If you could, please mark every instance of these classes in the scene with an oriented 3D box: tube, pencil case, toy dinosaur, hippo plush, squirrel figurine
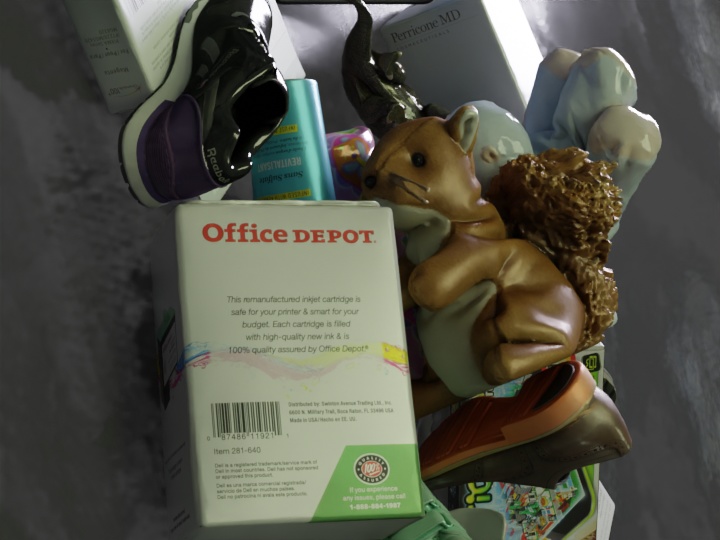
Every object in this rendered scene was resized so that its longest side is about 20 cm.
[{"bbox_3d":[-0.042,-0.027,1.241,0.050,0.077,0.202,-1,82,-64],"label":"tube"},{"bbox_3d":[0.000,0.000,1.317,0.087,0.087,0.202,-34,106,-58],"label":"pencil case"},{"bbox_3d":[0.022,-0.131,1.425,0.200,0.102,0.077,41,82,-26],"label":"toy dinosaur"},{"bbox_3d":[0.115,-0.076,1.380,0.160,0.159,0.201,-115,-153,-45],"label":"hippo plush"},{"bbox_3d":[0.085,-0.019,1.252,0.199,0.141,0.188,-19,84,-32],"label":"squirrel figurine"}]

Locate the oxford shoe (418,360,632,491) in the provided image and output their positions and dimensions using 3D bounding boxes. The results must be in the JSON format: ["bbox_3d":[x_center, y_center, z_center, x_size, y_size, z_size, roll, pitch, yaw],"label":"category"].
[{"bbox_3d":[0.101,0.127,1.250,0.073,0.199,0.071,46,54,-13],"label":"oxford shoe"}]

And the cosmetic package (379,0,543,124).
[{"bbox_3d":[0.107,-0.137,1.536,0.201,0.101,0.071,65,32,-13],"label":"cosmetic package"}]

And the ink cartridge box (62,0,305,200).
[{"bbox_3d":[-0.114,-0.160,1.240,0.200,0.043,0.175,-61,138,-50],"label":"ink cartridge box"}]

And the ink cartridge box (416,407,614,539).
[{"bbox_3d":[0.124,0.166,1.451,0.201,0.067,0.118,55,35,-28],"label":"ink cartridge box"}]

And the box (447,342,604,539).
[{"bbox_3d":[0.120,0.148,1.350,0.035,0.109,0.202,-123,-149,-71],"label":"box"}]

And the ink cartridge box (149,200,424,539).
[{"bbox_3d":[-0.049,0.065,1.137,0.143,0.084,0.202,0,72,-19],"label":"ink cartridge box"}]

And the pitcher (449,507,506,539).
[{"bbox_3d":[0.084,0.297,1.297,0.171,0.121,0.201,-42,115,-23],"label":"pitcher"}]

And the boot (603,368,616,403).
[{"bbox_3d":[0.114,0.027,1.443,0.181,0.073,0.201,38,19,-26],"label":"boot"}]

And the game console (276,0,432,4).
[{"bbox_3d":[0.025,-0.301,1.401,0.199,0.176,0.117,-9,68,-46],"label":"game console"}]

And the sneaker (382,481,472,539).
[{"bbox_3d":[0.016,0.156,1.203,0.119,0.073,0.200,63,-11,-16],"label":"sneaker"}]

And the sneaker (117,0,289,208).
[{"bbox_3d":[-0.075,-0.114,1.163,0.076,0.087,0.201,63,33,-36],"label":"sneaker"}]
